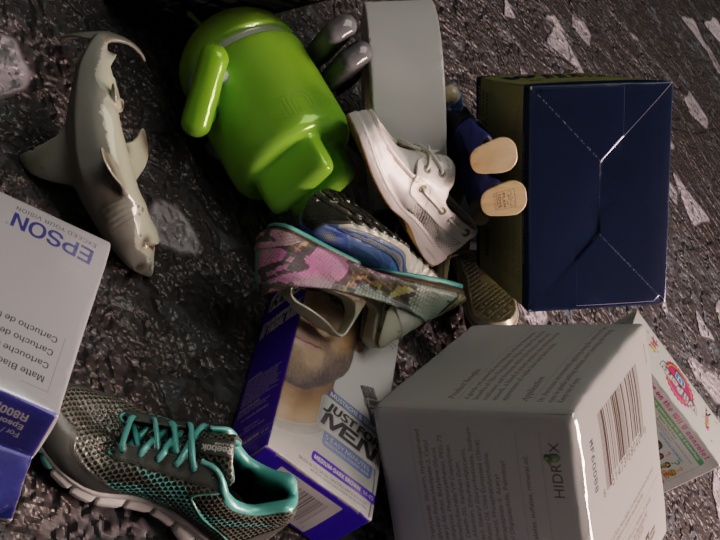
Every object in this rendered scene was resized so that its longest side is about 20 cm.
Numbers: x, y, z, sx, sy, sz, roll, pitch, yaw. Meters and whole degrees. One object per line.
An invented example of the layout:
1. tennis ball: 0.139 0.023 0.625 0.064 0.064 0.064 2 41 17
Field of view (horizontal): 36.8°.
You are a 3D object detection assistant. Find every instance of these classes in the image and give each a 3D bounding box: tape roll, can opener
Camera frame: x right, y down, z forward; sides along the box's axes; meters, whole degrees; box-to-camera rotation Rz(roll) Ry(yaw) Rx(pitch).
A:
1. tape roll: 0.040 -0.162 1.074 0.069 0.204 0.205 -3 54 -3
2. can opener: -0.024 -0.198 1.012 0.053 0.066 0.200 56 -8 -5

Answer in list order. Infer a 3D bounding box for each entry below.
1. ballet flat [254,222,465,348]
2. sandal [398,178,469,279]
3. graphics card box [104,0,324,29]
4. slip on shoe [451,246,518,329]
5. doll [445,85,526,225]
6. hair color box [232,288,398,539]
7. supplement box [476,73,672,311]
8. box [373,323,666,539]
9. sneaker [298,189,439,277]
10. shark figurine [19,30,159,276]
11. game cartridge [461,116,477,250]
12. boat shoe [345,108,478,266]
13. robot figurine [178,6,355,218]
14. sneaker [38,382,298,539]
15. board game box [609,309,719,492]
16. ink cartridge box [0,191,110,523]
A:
1. ballet flat: -0.002 0.022 0.874 0.197 0.069 0.073 18 78 -32
2. sandal: 0.078 -0.022 1.110 0.057 0.079 0.203 38 50 -29
3. graphics card box: -0.117 -0.261 0.950 0.124 0.198 0.052 3 86 -49
4. slip on shoe: 0.135 0.017 1.171 0.073 0.062 0.201 0 36 1
5. doll: 0.106 -0.107 1.021 0.200 0.048 0.139 -110 -176 -68
6. hair color box: -0.034 0.103 0.872 0.109 0.065 0.202 39 36 -23
7. supplement box: 0.197 -0.084 1.042 0.200 0.131 0.204 -123 -149 -76
8. box: 0.137 0.166 0.884 0.198 0.169 0.204 -30 115 -56
9. sneaker: 0.000 0.000 0.958 0.078 0.090 0.200 39 0 35
10. shark figurine: -0.212 -0.108 0.815 0.128 0.088 0.218 62 15 -72
11. game cartridge: 0.142 -0.104 1.228 0.131 0.041 0.202 4 47 -1
12. boat shoe: 0.051 -0.084 0.966 0.200 0.069 0.072 50 16 -50
13. robot figurine: -0.086 -0.146 0.958 0.202 0.115 0.175 59 22 17
14. sneaker: -0.121 0.123 0.717 0.199 0.091 0.078 35 37 -29
15. board game box: 0.220 0.153 1.031 0.148 0.199 0.064 52 33 -6
16. ink cartridge box: -0.261 0.021 0.634 0.197 0.041 0.202 26 43 -21
